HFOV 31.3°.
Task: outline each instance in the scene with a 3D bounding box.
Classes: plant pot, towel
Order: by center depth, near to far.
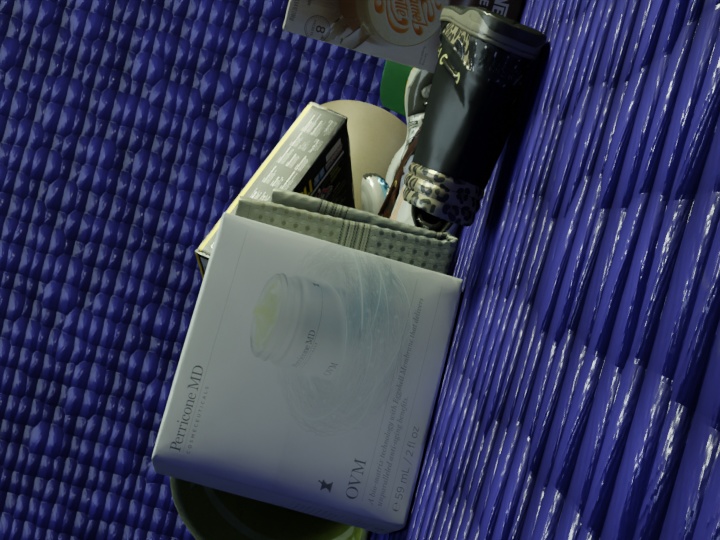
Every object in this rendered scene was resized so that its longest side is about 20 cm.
[{"bbox_3d":[-0.034,0.030,1.141,0.035,0.199,0.193,-92,16,-62],"label":"towel"},{"bbox_3d":[-0.061,0.176,1.281,0.184,0.200,0.201,-58,-12,-56],"label":"plant pot"},{"bbox_3d":[-0.030,-0.083,1.638,0.188,0.187,0.200,108,-176,-45],"label":"plant pot"}]

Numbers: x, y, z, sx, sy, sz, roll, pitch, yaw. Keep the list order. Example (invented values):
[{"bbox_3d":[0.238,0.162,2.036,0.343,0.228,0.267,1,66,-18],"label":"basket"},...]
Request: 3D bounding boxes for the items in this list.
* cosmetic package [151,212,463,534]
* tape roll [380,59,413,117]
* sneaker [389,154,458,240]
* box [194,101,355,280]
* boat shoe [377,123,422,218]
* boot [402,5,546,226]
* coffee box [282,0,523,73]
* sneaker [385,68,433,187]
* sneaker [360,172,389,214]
[{"bbox_3d":[-0.044,0.085,1.020,0.123,0.199,0.200,114,171,-75],"label":"cosmetic package"},{"bbox_3d":[0.087,-0.257,1.373,0.201,0.048,0.201,-61,-11,-20],"label":"tape roll"},{"bbox_3d":[0.045,-0.018,1.166,0.080,0.073,0.201,-93,18,-76],"label":"sneaker"},{"bbox_3d":[-0.076,-0.039,1.249,0.200,0.049,0.160,-56,-22,-26],"label":"box"},{"bbox_3d":[0.053,-0.057,1.238,0.070,0.070,0.201,-69,-5,-71],"label":"boat shoe"},{"bbox_3d":[0.076,-0.121,0.988,0.204,0.073,0.154,-110,40,-80],"label":"boot"},{"bbox_3d":[0.041,-0.246,1.157,0.080,0.199,0.115,-88,13,-76],"label":"coffee box"},{"bbox_3d":[0.078,-0.126,1.299,0.088,0.075,0.200,-100,17,-52],"label":"sneaker"},{"bbox_3d":[0.000,0.000,1.328,0.075,0.086,0.201,-112,19,-77],"label":"sneaker"}]
